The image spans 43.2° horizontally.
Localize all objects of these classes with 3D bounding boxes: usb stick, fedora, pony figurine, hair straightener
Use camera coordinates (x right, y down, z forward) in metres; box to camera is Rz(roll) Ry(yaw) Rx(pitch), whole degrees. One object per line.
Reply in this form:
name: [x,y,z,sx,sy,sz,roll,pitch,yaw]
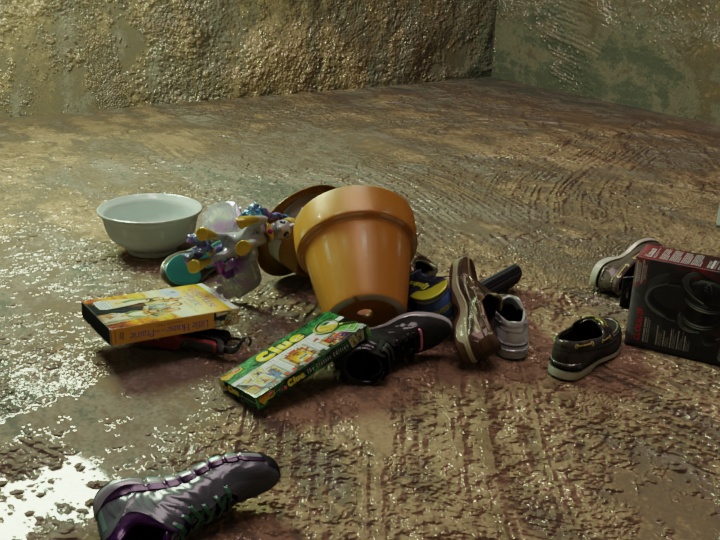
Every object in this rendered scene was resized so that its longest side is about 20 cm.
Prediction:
usb stick: [0.219,0.035,1.573,0.033,0.056,0.200,42,37,19]
fedora: [-0.091,-0.056,1.622,0.200,0.201,0.082,-16,47,-39]
pony figurine: [-0.202,-0.043,1.494,0.192,0.167,0.200,-19,0,26]
hair straightener: [-0.251,0.093,1.389,0.199,0.041,0.077,3,19,21]

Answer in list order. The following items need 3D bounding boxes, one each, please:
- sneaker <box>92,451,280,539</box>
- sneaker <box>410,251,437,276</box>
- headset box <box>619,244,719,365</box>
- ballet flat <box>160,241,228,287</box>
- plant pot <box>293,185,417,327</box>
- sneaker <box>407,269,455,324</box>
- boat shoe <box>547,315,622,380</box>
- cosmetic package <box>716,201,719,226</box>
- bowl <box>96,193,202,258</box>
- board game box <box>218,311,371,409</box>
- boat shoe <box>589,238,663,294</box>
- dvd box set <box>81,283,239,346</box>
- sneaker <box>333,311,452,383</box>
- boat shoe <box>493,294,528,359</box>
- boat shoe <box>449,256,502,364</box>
sneaker: [-0.176,0.255,0.955,0.199,0.075,0.088,-12,40,-13]
sneaker: [0.061,0.005,1.615,0.075,0.071,0.200,18,26,34]
headset box: [0.505,0.051,1.411,0.199,0.150,0.077,13,23,26]
ballet flat: [-0.309,-0.007,1.652,0.063,0.068,0.200,-19,7,32]
plant pot: [0.000,0.000,1.433,0.199,0.201,0.184,-2,53,-9]
sneaker: [0.104,0.052,1.502,0.074,0.082,0.200,-37,16,-7]
boat shoe: [0.349,0.104,1.384,0.071,0.061,0.201,15,25,32]
cosmetic package: [0.914,-0.182,1.991,0.123,0.201,0.199,-17,28,-41]
bowl: [-0.409,-0.081,1.780,0.200,0.091,0.201,1,20,-1]
board game box: [-0.091,0.121,1.272,0.200,0.024,0.105,-32,24,-30]
boat shoe: [0.507,-0.006,1.681,0.199,0.072,0.059,-19,35,-36]
dvd box set: [-0.304,0.064,1.379,0.199,0.030,0.146,-9,19,-30]
sneaker: [0.050,0.117,1.323,0.199,0.071,0.099,-9,24,-11]
boat shoe: [0.239,0.071,1.456,0.073,0.067,0.200,0,20,-4]
boat shoe: [0.185,0.056,1.403,0.074,0.075,0.203,-18,45,18]
